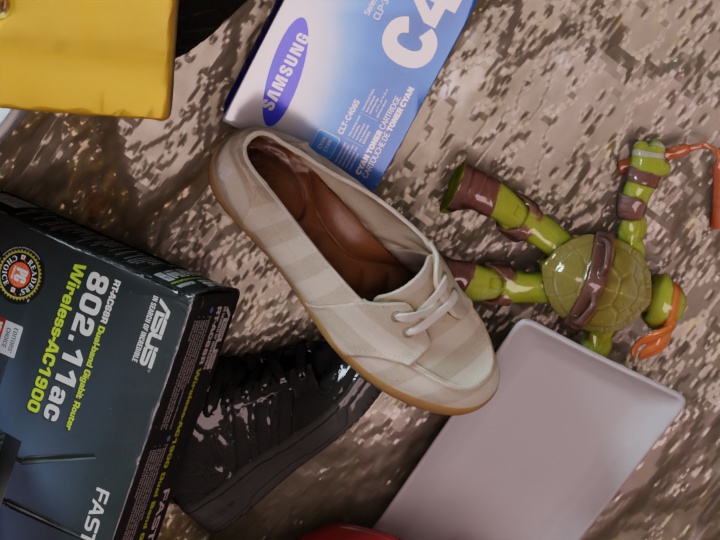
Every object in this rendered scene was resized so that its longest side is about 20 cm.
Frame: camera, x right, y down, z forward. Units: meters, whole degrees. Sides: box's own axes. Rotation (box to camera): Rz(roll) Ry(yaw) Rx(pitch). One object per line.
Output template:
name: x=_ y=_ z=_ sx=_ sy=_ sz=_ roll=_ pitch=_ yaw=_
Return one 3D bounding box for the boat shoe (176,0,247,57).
boat shoe: x=-0.098 y=-0.167 z=1.069 sx=0.199 sy=0.076 sz=0.074 roll=-27 pitch=67 yaw=17

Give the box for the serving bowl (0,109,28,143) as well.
serving bowl: x=-0.237 y=-0.144 z=1.050 sx=0.199 sy=0.066 sz=0.201 roll=3 pitch=101 yaw=17

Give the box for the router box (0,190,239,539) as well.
router box: x=-0.168 y=0.076 z=1.088 sx=0.149 sy=0.062 sz=0.201 roll=22 pitch=99 yaw=19

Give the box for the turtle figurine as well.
turtle figurine: x=0.116 y=0.011 z=1.136 sx=0.160 sy=0.064 sz=0.201 roll=16 pitch=105 yaw=-9

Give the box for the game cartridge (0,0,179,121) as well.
game cartridge: x=-0.169 y=-0.176 z=0.956 sx=0.175 sy=0.032 sz=0.201 roll=5 pitch=108 yaw=-5

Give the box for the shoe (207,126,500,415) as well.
shoe: x=0.000 y=0.000 z=1.066 sx=0.200 sy=0.053 sz=0.070 roll=44 pitch=66 yaw=-6

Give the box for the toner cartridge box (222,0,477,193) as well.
toner cartridge box: x=0.011 y=-0.151 z=1.092 sx=0.095 sy=0.043 sz=0.201 roll=26 pitch=103 yaw=-9

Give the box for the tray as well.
tray: x=0.089 y=0.113 z=1.159 sx=0.107 sy=0.022 sz=0.200 roll=25 pitch=123 yaw=-11

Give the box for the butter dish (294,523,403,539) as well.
butter dish: x=0.026 y=0.218 z=1.147 sx=0.148 sy=0.200 sz=0.200 roll=-40 pitch=125 yaw=-25

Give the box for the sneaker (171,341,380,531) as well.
sneaker: x=-0.078 y=0.073 z=1.132 sx=0.104 sy=0.060 sz=0.200 roll=42 pitch=111 yaw=-15
